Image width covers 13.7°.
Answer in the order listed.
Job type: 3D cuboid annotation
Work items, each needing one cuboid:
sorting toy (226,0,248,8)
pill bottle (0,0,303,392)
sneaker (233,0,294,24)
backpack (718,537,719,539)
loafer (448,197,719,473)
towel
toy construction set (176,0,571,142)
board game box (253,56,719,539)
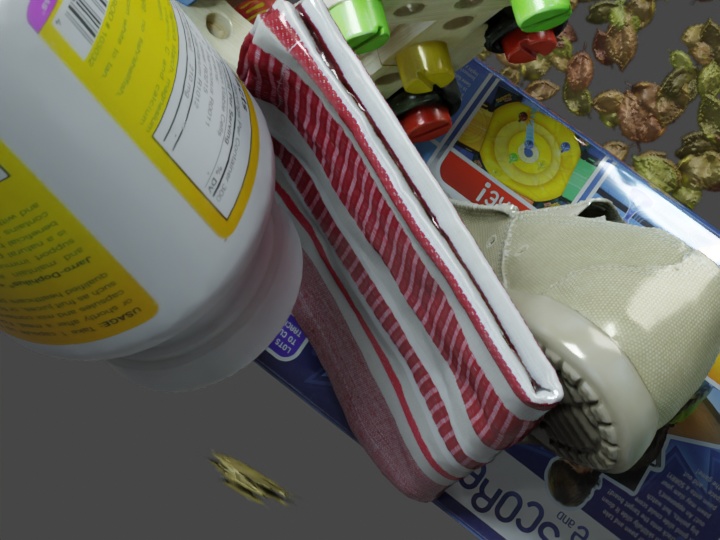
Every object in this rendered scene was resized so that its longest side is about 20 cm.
[{"bbox_3d":[-0.147,-0.132,1.159,0.185,0.037,0.200,22,-9,-23],"label":"sorting toy"},{"bbox_3d":[-0.091,-0.041,0.855,0.104,0.104,0.200,41,-6,39],"label":"pill bottle"},{"bbox_3d":[-0.020,-0.028,1.141,0.077,0.073,0.200,40,-18,43],"label":"sneaker"},{"bbox_3d":[0.189,0.112,0.897,0.153,0.176,0.200,36,3,-19],"label":"backpack"},{"bbox_3d":[0.059,0.014,0.947,0.076,0.068,0.200,64,-14,-20],"label":"loafer"},{"bbox_3d":[0.000,0.000,0.936,0.144,0.023,0.200,57,-13,5],"label":"towel"},{"bbox_3d":[-0.007,-0.091,0.977,0.131,0.092,0.200,-3,-6,-37],"label":"toy construction set"},{"bbox_3d":[0.060,0.023,1.040,0.200,0.135,0.034,38,7,20],"label":"board game box"}]
